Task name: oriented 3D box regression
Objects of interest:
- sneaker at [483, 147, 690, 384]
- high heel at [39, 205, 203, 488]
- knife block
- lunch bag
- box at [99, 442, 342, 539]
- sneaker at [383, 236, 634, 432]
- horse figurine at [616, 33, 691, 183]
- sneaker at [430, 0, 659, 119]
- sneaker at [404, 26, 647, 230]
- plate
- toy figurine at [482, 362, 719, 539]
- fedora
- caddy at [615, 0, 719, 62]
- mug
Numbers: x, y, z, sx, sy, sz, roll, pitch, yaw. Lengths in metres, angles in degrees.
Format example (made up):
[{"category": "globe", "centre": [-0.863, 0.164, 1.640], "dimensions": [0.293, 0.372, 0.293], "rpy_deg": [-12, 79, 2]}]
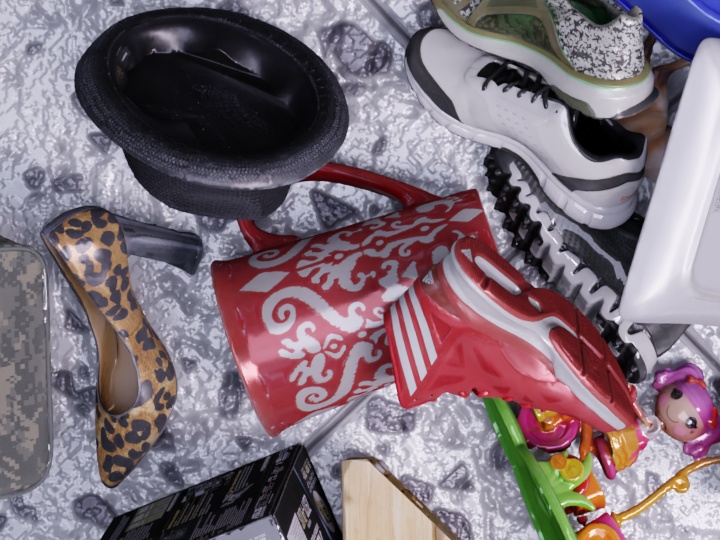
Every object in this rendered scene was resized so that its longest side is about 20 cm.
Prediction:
[{"category": "sneaker", "centre": [0.170, -0.020, 1.725], "dimensions": [0.090, 0.067, 0.200], "rpy_deg": [-34, 80, -17]}, {"category": "high heel", "centre": [-0.196, 0.055, 1.723], "dimensions": [0.071, 0.142, 0.201], "rpy_deg": [16, 93, 43]}, {"category": "knife block", "centre": [0.013, 0.260, 1.757], "dimensions": [0.200, 0.064, 0.176], "rpy_deg": [43, 91, 6]}, {"category": "lunch bag", "centre": [-0.315, 0.059, 1.726], "dimensions": [0.139, 0.167, 0.201], "rpy_deg": [-10, 105, -36]}, {"category": "box", "centre": [-0.108, 0.214, 1.715], "dimensions": [0.163, 0.200, 0.087], "rpy_deg": [-22, 98, 7]}, {"category": "sneaker", "centre": [0.093, 0.065, 1.657], "dimensions": [0.115, 0.079, 0.200], "rpy_deg": [-35, 119, 24]}, {"category": "horse figurine", "centre": [0.231, -0.098, 1.711], "dimensions": [0.200, 0.050, 0.133], "rpy_deg": [38, 97, -8]}, {"category": "sneaker", "centre": [0.129, -0.188, 1.653], "dimensions": [0.200, 0.077, 0.089], "rpy_deg": [34, 135, 30]}, {"category": "sneaker", "centre": [0.121, -0.116, 1.681], "dimensions": [0.199, 0.080, 0.074], "rpy_deg": [35, 57, 8]}, {"category": "plate", "centre": [0.276, -0.050, 1.657], "dimensions": [0.032, 0.199, 0.201], "rpy_deg": [26, 105, 44]}, {"category": "toy figurine", "centre": [0.209, 0.134, 1.735], "dimensions": [0.183, 0.150, 0.201], "rpy_deg": [-24, 73, -5]}, {"category": "fedora", "centre": [-0.107, -0.099, 1.698], "dimensions": [0.199, 0.201, 0.092], "rpy_deg": [12, 134, 2]}, {"category": "caddy", "centre": [0.235, -0.233, 1.659], "dimensions": [0.200, 0.105, 0.141], "rpy_deg": [43, 78, 0]}, {"category": "mug", "centre": [0.001, 0.005, 1.708], "dimensions": [0.199, 0.133, 0.179], "rpy_deg": [-19, 100, 4]}]
